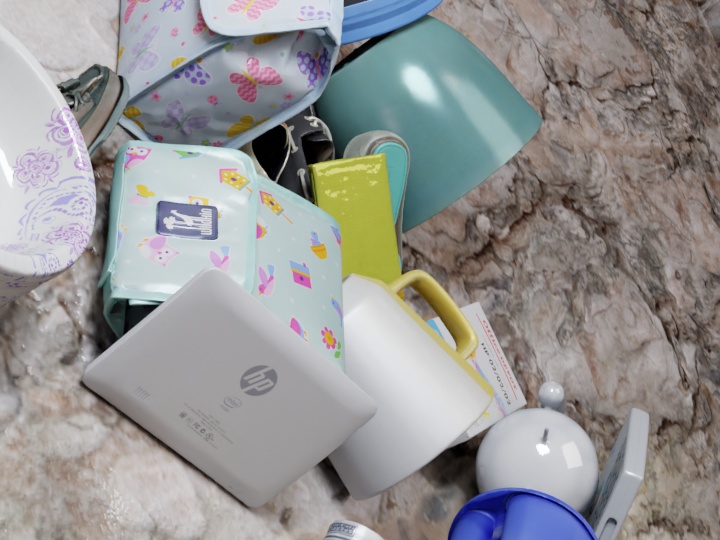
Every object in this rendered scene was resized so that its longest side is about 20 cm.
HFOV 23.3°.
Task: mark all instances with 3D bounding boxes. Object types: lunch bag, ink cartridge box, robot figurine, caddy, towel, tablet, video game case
[{"bbox_3d":[-0.103,-0.206,1.448,0.127,0.200,0.170,41,34,-39],"label":"lunch bag"},{"bbox_3d":[0.090,0.100,1.676,0.115,0.068,0.200,65,25,3],"label":"ink cartridge box"},{"bbox_3d":[0.167,0.190,1.644,0.200,0.113,0.170,52,45,-77],"label":"robot figurine"},{"bbox_3d":[-0.111,0.004,1.329,0.200,0.122,0.170,34,38,-34],"label":"lunch bag"},{"bbox_3d":[0.155,0.285,1.540,0.200,0.141,0.105,57,31,-14],"label":"caddy"},{"bbox_3d":[0.000,0.000,1.548,0.086,0.018,0.200,-12,96,-39],"label":"towel"},{"bbox_3d":[-0.091,0.090,1.274,0.200,0.130,0.014,43,13,-37],"label":"tablet"},{"bbox_3d":[0.229,0.240,1.672,0.024,0.182,0.200,23,15,6],"label":"video game case"}]

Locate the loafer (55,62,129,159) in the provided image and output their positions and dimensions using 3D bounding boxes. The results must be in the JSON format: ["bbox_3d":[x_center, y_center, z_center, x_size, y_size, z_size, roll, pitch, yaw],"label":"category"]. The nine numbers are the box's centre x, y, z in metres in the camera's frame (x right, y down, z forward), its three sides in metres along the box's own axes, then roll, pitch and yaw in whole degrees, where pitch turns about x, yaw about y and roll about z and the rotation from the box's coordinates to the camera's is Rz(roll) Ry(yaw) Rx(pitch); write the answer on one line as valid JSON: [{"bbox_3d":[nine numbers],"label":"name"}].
[{"bbox_3d":[-0.223,-0.102,1.278,0.063,0.072,0.200,45,32,-23],"label":"loafer"}]

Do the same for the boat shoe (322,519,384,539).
[{"bbox_3d":[0.028,0.284,1.400,0.200,0.071,0.070,51,55,-32],"label":"boat shoe"}]

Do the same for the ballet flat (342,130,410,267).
[{"bbox_3d":[0.004,-0.029,1.605,0.067,0.064,0.200,6,95,-31],"label":"ballet flat"}]

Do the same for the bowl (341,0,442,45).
[{"bbox_3d":[-0.011,-0.262,1.688,0.201,0.200,0.039,-63,141,-60],"label":"bowl"}]

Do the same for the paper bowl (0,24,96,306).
[{"bbox_3d":[-0.271,-0.067,1.107,0.201,0.104,0.201,43,32,-37],"label":"paper bowl"}]

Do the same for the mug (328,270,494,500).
[{"bbox_3d":[0.010,0.083,1.478,0.153,0.149,0.187,52,13,-5],"label":"mug"}]

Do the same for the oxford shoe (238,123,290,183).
[{"bbox_3d":[-0.088,-0.116,1.536,0.071,0.074,0.200,47,30,-31],"label":"oxford shoe"}]

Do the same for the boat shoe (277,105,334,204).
[{"bbox_3d":[-0.052,-0.105,1.611,0.074,0.060,0.200,44,31,-35],"label":"boat shoe"}]

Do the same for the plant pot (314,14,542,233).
[{"bbox_3d":[0.050,-0.152,1.698,0.161,0.201,0.201,53,27,-10],"label":"plant pot"}]
